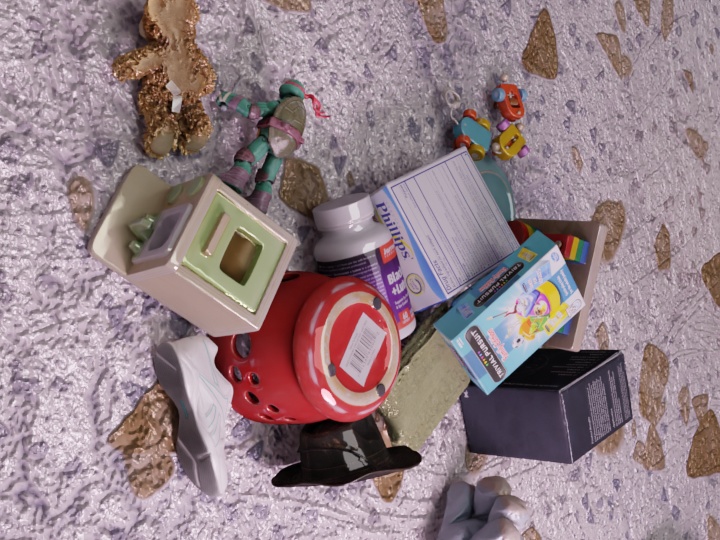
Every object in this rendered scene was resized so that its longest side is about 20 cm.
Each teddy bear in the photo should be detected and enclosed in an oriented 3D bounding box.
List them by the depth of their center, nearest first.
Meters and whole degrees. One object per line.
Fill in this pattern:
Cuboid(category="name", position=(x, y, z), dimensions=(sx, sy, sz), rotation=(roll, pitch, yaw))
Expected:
Cuboid(category="teddy bear", position=(-0.233, -0.233, 1.254), dimensions=(0.145, 0.067, 0.201), rotation=(-32, 117, -33))

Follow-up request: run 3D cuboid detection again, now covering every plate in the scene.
Cuboid(category="plate", position=(0.206, -0.097, 1.720), dimensions=(0.199, 0.025, 0.202), rotation=(2, 87, -46))

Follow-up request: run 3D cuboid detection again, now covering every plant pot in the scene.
Cuboid(category="plant pot", position=(-0.064, 0.096, 1.317), dimensions=(0.200, 0.182, 0.202), rotation=(6, 82, -44))

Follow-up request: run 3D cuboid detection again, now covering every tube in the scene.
Cuboid(category="tube", position=(0.160, 0.050, 1.546), dimensions=(0.077, 0.200, 0.050), rotation=(-43, 78, -9))

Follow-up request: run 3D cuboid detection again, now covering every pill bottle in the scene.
Cuboid(category="pill bottle", position=(0.000, 0.000, 1.436), dimensions=(0.111, 0.111, 0.201), rotation=(-30, 109, -43))

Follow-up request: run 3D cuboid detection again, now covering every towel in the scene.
Cuboid(category="towel", position=(0.089, 0.158, 1.470), dimensions=(0.200, 0.036, 0.149), rotation=(-50, 133, -36))

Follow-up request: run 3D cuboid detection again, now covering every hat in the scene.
Cuboid(category="hat", position=(-0.023, 0.224, 1.350), dimensions=(0.200, 0.200, 0.081), rotation=(-8, 89, -46))

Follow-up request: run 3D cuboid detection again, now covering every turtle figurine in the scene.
Cuboid(category="turtle figurine", position=(-0.120, -0.180, 1.340), dimensions=(0.150, 0.100, 0.201), rotation=(35, 69, -39))

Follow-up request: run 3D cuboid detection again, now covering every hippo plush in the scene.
Cuboid(category="hippo plush", position=(0.201, 0.433, 1.585), dimensions=(0.161, 0.159, 0.200), rotation=(53, 53, -29))

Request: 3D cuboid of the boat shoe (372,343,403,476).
Cuboid(category="boat shoe", position=(0.041, 0.200, 1.500), dimensions=(0.071, 0.064, 0.201), rotation=(-10, 95, -46))

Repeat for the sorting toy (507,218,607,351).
Cuboid(category="sorting toy", position=(0.276, 0.012, 1.648), dimensions=(0.069, 0.198, 0.201), rotation=(16, 85, -33))

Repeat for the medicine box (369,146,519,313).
Cuboid(category="medicine box", position=(0.111, -0.059, 1.530), dimensions=(0.200, 0.103, 0.183), rotation=(-29, 90, -42))

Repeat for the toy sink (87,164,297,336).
Cuboid(category="toy sink", position=(-0.193, -0.030, 1.221), dimensions=(0.200, 0.112, 0.131), rotation=(38, 61, -29))

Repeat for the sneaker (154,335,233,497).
Cuboid(category="sneaker", position=(-0.185, 0.175, 1.263), dimensions=(0.080, 0.070, 0.202), rotation=(-19, 101, -46))

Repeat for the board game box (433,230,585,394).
Cuboid(category="board game box", position=(0.217, 0.063, 1.482), dimensions=(0.200, 0.047, 0.151), rotation=(-42, 135, -5))

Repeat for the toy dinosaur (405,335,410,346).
Cuboid(category="toy dinosaur", position=(0.094, 0.135, 1.565), dimensions=(0.200, 0.060, 0.107), rotation=(-12, 92, -67))

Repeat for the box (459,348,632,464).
Cuboid(category="box", position=(0.298, 0.211, 1.670), dimensions=(0.196, 0.199, 0.125), rotation=(-19, 102, -45))

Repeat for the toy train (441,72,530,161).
Cuboid(category="toy train", position=(0.205, -0.246, 1.713), dimensions=(0.199, 0.056, 0.151), rotation=(-12, 78, -40))
